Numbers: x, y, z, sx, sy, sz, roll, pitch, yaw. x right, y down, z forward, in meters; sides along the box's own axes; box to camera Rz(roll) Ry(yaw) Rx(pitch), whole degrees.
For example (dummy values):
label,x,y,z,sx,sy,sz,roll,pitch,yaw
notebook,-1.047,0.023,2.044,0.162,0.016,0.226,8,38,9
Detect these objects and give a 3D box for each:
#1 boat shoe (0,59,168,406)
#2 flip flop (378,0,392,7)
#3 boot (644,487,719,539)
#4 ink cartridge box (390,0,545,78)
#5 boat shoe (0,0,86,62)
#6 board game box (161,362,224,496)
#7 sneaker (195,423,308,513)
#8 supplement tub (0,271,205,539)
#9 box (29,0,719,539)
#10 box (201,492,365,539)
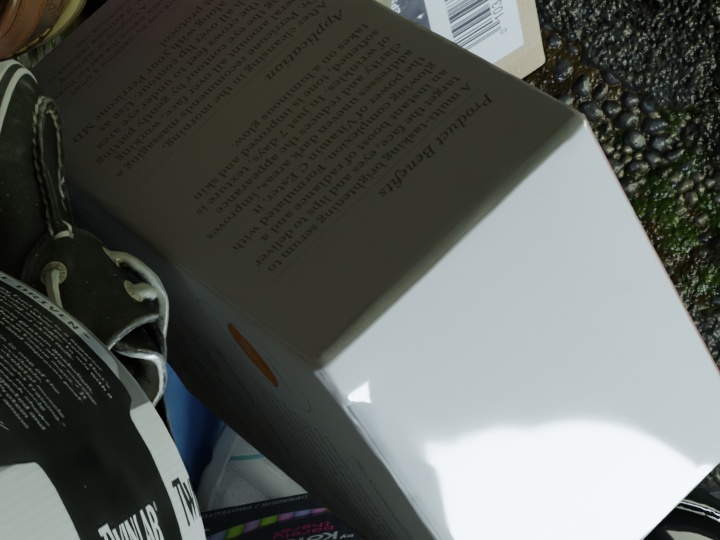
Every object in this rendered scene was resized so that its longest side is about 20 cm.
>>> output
label,x,y,z,sx,sy,sz,roll,pitch,yaw
boat shoe,-0.085,0.026,0.753,0.071,0.063,0.201,70,12,-63
flip flop,-0.013,-0.040,1.033,0.081,0.057,0.201,60,45,-64
boot,0.165,0.180,1.010,0.200,0.076,0.168,37,16,-36
ink cartridge box,-0.015,-0.128,1.136,0.075,0.164,0.200,52,-10,32
boat shoe,-0.114,-0.155,0.729,0.068,0.072,0.201,-85,167,-76
board game box,-0.069,0.018,1.041,0.158,0.039,0.201,-68,153,-54
sneaker,0.001,0.059,0.991,0.070,0.080,0.201,17,100,-58
supplement tub,-0.088,0.057,0.381,0.200,0.122,0.123,-25,106,-84
box,0.000,0.000,0.832,0.200,0.106,0.152,34,-17,46
box,-0.021,0.153,0.882,0.200,0.122,0.106,-79,156,-76
